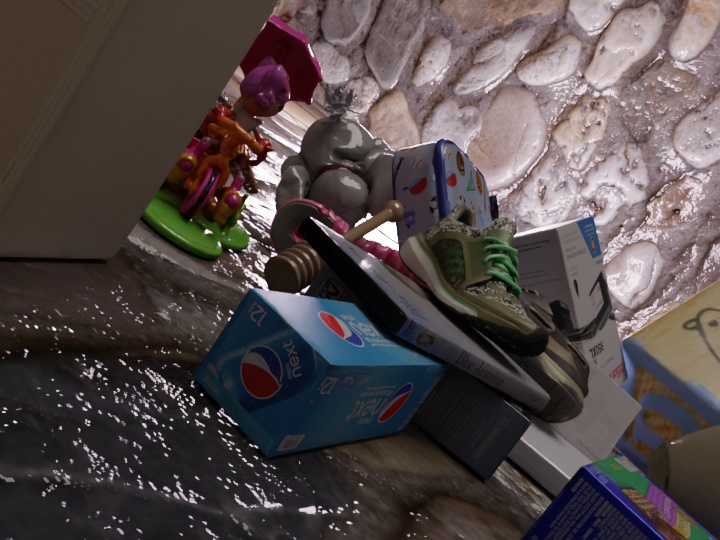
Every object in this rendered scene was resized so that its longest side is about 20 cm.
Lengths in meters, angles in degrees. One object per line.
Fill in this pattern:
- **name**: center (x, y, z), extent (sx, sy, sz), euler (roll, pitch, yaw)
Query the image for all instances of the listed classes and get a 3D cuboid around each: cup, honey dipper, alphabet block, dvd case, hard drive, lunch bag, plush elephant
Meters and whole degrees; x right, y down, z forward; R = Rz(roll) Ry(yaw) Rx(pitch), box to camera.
- **cup**: center (0.318, 0.211, 0.767), extent (0.141, 0.204, 0.200), euler (12, 7, 8)
- **honey dipper**: center (-0.013, -0.027, 0.821), extent (0.038, 0.038, 0.199), euler (39, 36, 16)
- **alphabet block**: center (0.446, 0.159, 1.115), extent (0.195, 0.198, 0.198), euler (45, -29, 38)
- **dvd case**: center (0.051, 0.035, 0.697), extent (0.199, 0.018, 0.143), euler (30, 11, -43)
- **hard drive**: center (0.168, 0.167, 0.838), extent (0.199, 0.027, 0.132), euler (39, 10, 14)
- **lunch bag**: center (0.100, -0.045, 0.994), extent (0.199, 0.074, 0.163), euler (24, 57, -63)
- **plush elephant**: center (-0.022, -0.094, 1.062), extent (0.162, 0.157, 0.201), euler (-1, -32, 6)

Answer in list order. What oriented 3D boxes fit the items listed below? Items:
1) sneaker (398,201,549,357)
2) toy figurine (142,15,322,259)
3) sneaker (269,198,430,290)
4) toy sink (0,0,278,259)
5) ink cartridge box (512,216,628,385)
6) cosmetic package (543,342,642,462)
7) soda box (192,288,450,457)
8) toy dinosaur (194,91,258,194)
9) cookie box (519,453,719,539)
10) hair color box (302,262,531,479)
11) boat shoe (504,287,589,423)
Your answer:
- **sneaker**: center (0.101, -0.004, 0.749), extent (0.076, 0.089, 0.200), euler (32, 9, -34)
- **toy figurine**: center (-0.107, -0.127, 0.769), extent (0.149, 0.185, 0.200), euler (33, 11, -18)
- **sneaker**: center (0.000, 0.000, 0.915), extent (0.199, 0.079, 0.095), euler (38, -1, 0)
- **toy sink**: center (-0.160, -0.119, 0.508), extent (0.112, 0.201, 0.130), euler (38, 11, 13)
- **ink cartridge box**: center (0.232, 0.050, 1.041), extent (0.144, 0.083, 0.203), euler (-16, 94, -59)
- **cosmetic package**: center (0.184, 0.106, 0.933), extent (0.200, 0.083, 0.051), euler (43, -17, 1)
- **soda box**: center (-0.014, 0.063, 0.573), extent (0.068, 0.065, 0.199), euler (40, 10, 22)
- **toy dinosaur**: center (-0.163, -0.148, 0.919), extent (0.135, 0.101, 0.202), euler (34, -37, 44)
- **cookie box**: center (0.224, 0.225, 0.627), extent (0.200, 0.076, 0.171), euler (42, 11, 24)
- **hair color box**: center (0.044, 0.072, 0.741), extent (0.199, 0.061, 0.099), euler (37, 9, 6)
- **boat shoe**: center (0.146, 0.056, 0.877), extent (0.201, 0.074, 0.073), euler (50, 48, -8)
